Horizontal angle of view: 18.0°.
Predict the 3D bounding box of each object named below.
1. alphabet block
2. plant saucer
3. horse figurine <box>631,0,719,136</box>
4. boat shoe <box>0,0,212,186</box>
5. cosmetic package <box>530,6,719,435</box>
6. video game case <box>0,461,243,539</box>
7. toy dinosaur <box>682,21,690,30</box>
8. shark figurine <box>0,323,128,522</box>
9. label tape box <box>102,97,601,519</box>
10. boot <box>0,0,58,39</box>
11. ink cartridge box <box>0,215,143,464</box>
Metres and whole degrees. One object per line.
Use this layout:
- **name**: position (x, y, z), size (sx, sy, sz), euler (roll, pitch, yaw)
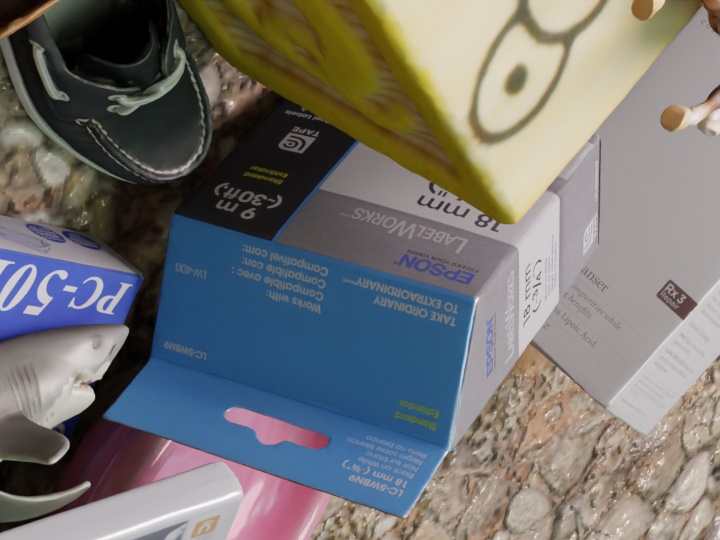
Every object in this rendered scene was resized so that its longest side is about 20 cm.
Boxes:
- **alphabet block**: position (0.027, -0.174, 0.882), size (0.200, 0.196, 0.196), euler (-48, 138, -11)
- **plant saucer**: position (-0.078, 0.103, 1.038), size (0.201, 0.051, 0.201), euler (-45, 153, -31)
- **horse figurine**: position (0.149, -0.134, 0.837), size (0.132, 0.050, 0.201), euler (-18, 121, -53)
- **boat shoe**: position (-0.102, -0.098, 0.903), size (0.074, 0.060, 0.200), euler (-42, 138, -18)
- **cosmetic package**: position (0.163, -0.029, 1.151), size (0.200, 0.113, 0.081), euler (-51, 153, 5)
- **video game case**: position (-0.153, 0.166, 0.909), size (0.199, 0.023, 0.182), euler (-16, 144, -34)
- **toy dinosaur**: position (0.149, -0.134, 1.154), size (0.199, 0.047, 0.088), euler (-12, 133, -45)
- **shark figurine**: position (-0.164, 0.052, 0.838), size (0.128, 0.215, 0.090), euler (-28, 97, 6)
- **label tape box**: position (0.000, 0.000, 0.957), size (0.200, 0.144, 0.064), euler (-51, 148, -45)
- **boot**: position (-0.180, -0.086, 0.733), size (0.199, 0.155, 0.074), euler (-28, 110, -5)
- **ink cartridge box**: position (-0.187, 0.020, 0.906), size (0.200, 0.044, 0.094), euler (13, 107, -49)
